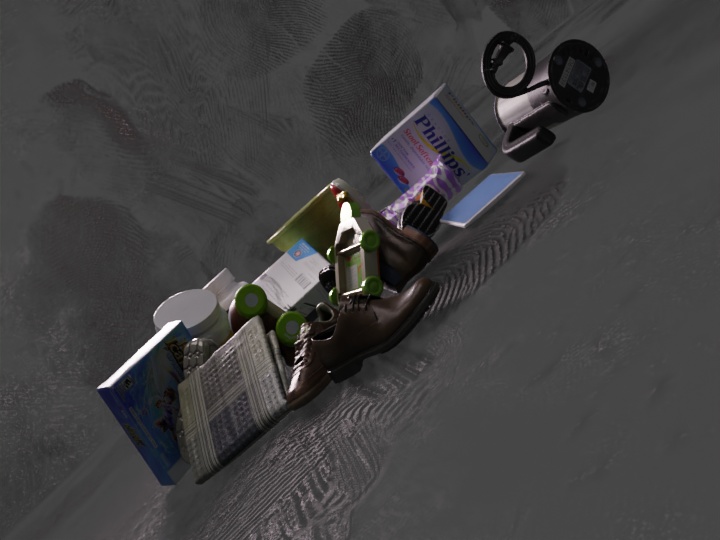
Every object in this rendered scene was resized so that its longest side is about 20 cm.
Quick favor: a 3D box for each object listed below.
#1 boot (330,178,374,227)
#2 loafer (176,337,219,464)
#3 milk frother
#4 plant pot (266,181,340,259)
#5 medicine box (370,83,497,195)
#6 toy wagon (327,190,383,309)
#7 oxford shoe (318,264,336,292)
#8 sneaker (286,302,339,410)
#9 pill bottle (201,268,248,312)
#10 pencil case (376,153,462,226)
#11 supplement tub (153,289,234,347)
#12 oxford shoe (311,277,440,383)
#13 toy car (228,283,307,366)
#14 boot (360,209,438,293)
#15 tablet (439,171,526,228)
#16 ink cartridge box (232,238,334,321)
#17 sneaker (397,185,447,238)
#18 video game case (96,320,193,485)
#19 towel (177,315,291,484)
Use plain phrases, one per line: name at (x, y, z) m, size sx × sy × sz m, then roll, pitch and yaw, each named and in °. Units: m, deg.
boot at (-0.033, -0.078, 1.573) m, size 0.144 × 0.201 × 0.072 m, roll -42°, pitch 32°, yaw -8°
loafer at (-0.259, 0.215, 1.255) m, size 0.069 × 0.205 × 0.069 m, roll -2°, pitch -13°, yaw 28°
milk frother at (0.273, -0.308, 1.275) m, size 0.181 × 0.200 × 0.188 m, roll -47°, pitch 9°, yaw -17°
plant pot at (-0.077, -0.060, 1.696) m, size 0.200 × 0.185 × 0.200 m, roll -40°, pitch 7°, yaw 6°
medicine box at (0.156, -0.255, 1.617) m, size 0.199 × 0.183 × 0.103 m, roll -36°, pitch 9°, yaw 35°
toy wagon at (-0.009, -0.024, 1.197) m, size 0.039 × 0.205 × 0.155 m, roll 0°, pitch -7°, yaw -23°
oxford shoe at (0.000, 0.000, 1.377) m, size 0.198 × 0.073 × 0.084 m, roll -15°, pitch 23°, yaw 48°
sneaker at (-0.070, 0.118, 1.076) m, size 0.070 × 0.076 × 0.200 m, roll -36°, pitch 9°, yaw 28°
pill bottle at (-0.259, 0.098, 1.663) m, size 0.111 × 0.201 × 0.112 m, roll -39°, pitch 7°, yaw 6°
pencil case at (0.113, -0.136, 1.538) m, size 0.199 × 0.086 × 0.084 m, roll -41°, pitch -5°, yaw -1°
supplement tub at (-0.300, 0.154, 1.432) m, size 0.141 × 0.203 × 0.146 m, roll -9°, pitch 32°, yaw 6°
oxford shoe at (0.013, 0.061, 0.953) m, size 0.199 × 0.085 × 0.073 m, roll -36°, pitch 7°, yaw 24°
toy car at (-0.185, 0.150, 1.275) m, size 0.202 × 0.156 × 0.164 m, roll -57°, pitch -4°, yaw -14°
boot at (0.024, -0.034, 1.228) m, size 0.198 × 0.075 × 0.097 m, roll 21°, pitch 66°, yaw 43°
tablet at (0.201, -0.118, 1.270) m, size 0.130 × 0.014 × 0.200 m, roll -42°, pitch 8°, yaw 0°
ink cartridge box at (-0.141, 0.054, 1.534) m, size 0.199 × 0.084 × 0.145 m, roll -42°, pitch 42°, yaw -7°
sneaker at (0.103, -0.081, 1.406) m, size 0.091 × 0.069 × 0.201 m, roll -54°, pitch 0°, yaw 32°
video game case at (-0.316, 0.220, 1.275) m, size 0.045 × 0.203 × 0.182 m, roll -13°, pitch 24°, yaw 37°
towel at (-0.188, 0.189, 1.133) m, size 0.192 × 0.034 × 0.201 m, roll -41°, pitch 42°, yaw 12°
